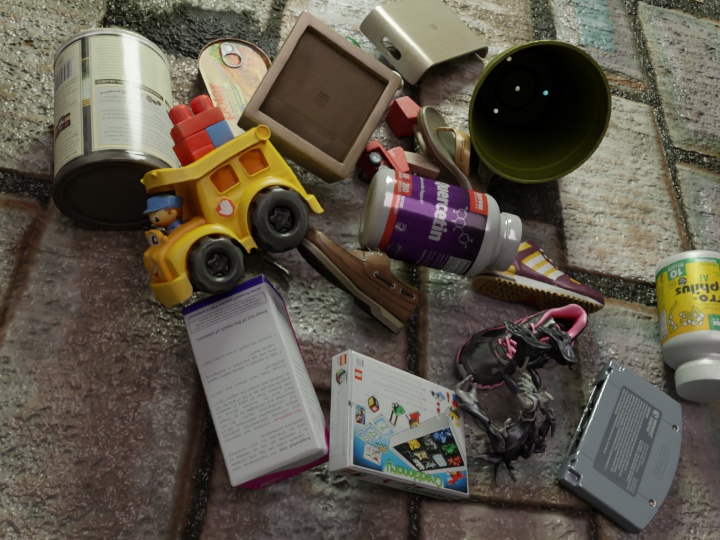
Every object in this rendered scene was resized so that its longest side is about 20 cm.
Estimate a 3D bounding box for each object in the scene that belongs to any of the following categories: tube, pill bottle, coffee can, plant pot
[{"bbox_3d":[0.336,-0.266,1.136,0.077,0.050,0.201,30,52,-11],"label":"tube"},{"bbox_3d":[0.103,-0.058,0.861,0.199,0.113,0.113,13,59,-8],"label":"pill bottle"},{"bbox_3d":[-0.302,-0.173,0.816,0.145,0.147,0.201,-3,63,-19],"label":"coffee can"},{"bbox_3d":[0.492,0.081,0.951,0.112,0.113,0.201,16,59,-8],"label":"pill bottle"},{"bbox_3d":[0.254,-0.261,1.009,0.199,0.201,0.193,19,26,-7],"label":"plant pot"}]

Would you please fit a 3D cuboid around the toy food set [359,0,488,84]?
[{"bbox_3d":[0.113,-0.397,1.135,0.200,0.060,0.144,-30,73,-37],"label":"toy food set"}]

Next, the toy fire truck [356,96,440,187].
[{"bbox_3d":[0.071,-0.159,0.987,0.141,0.049,0.201,-25,73,-30],"label":"toy fire truck"}]

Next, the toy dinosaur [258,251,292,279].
[{"bbox_3d":[-0.156,-0.076,0.859,0.200,0.047,0.088,46,27,-22],"label":"toy dinosaur"}]

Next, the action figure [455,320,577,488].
[{"bbox_3d":[0.187,0.158,0.799,0.118,0.201,0.102,2,24,-28],"label":"action figure"}]

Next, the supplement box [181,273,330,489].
[{"bbox_3d":[-0.109,0.125,0.723,0.103,0.101,0.201,-23,68,-1],"label":"supplement box"}]

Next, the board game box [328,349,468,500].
[{"bbox_3d":[0.048,0.180,0.746,0.199,0.035,0.127,28,51,-37],"label":"board game box"}]

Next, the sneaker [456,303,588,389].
[{"bbox_3d":[0.218,0.091,0.869,0.199,0.095,0.079,-19,71,-24],"label":"sneaker"}]

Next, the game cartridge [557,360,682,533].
[{"bbox_3d":[0.351,0.232,0.868,0.133,0.041,0.200,34,57,7],"label":"game cartridge"}]

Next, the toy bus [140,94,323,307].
[{"bbox_3d":[-0.171,-0.082,0.726,0.200,0.135,0.193,-37,109,-25],"label":"toy bus"}]

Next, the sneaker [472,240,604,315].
[{"bbox_3d":[0.259,0.004,0.941,0.199,0.075,0.091,16,64,-10],"label":"sneaker"}]

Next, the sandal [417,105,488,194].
[{"bbox_3d":[0.157,-0.166,0.988,0.201,0.054,0.080,58,34,3],"label":"sandal"}]

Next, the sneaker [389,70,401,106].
[{"bbox_3d":[-0.012,-0.278,1.013,0.199,0.073,0.072,-22,69,-28],"label":"sneaker"}]

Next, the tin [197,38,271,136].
[{"bbox_3d":[-0.172,-0.256,0.970,0.111,0.042,0.201,-12,67,-28],"label":"tin"}]

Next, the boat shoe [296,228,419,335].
[{"bbox_3d":[0.000,0.000,0.813,0.068,0.072,0.200,-52,129,-7],"label":"boat shoe"}]

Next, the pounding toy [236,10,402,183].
[{"bbox_3d":[-0.041,-0.239,0.910,0.184,0.142,0.201,31,85,-15],"label":"pounding toy"}]
